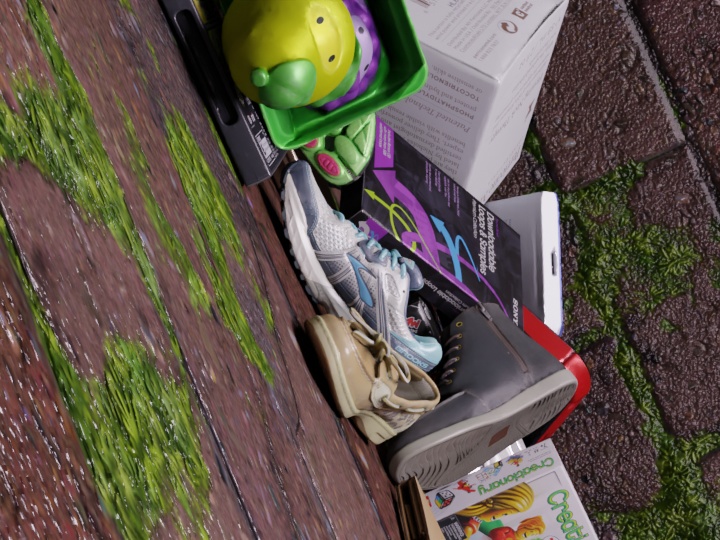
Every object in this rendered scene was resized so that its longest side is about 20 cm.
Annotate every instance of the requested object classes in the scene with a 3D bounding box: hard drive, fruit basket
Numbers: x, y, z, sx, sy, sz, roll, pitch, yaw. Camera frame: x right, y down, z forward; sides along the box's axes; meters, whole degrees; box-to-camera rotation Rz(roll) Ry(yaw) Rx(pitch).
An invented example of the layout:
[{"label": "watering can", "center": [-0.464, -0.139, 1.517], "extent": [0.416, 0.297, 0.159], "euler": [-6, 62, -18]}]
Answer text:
[{"label": "hard drive", "center": [0.112, 0.005, 2.044], "extent": [0.025, 0.199, 0.133], "euler": [5, 80, -39]}, {"label": "fruit basket", "center": [-0.040, -0.189, 1.580], "extent": [0.217, 0.155, 0.216], "euler": [62, -9, 17]}]

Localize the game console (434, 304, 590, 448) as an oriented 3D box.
[{"label": "game console", "center": [0.119, 0.088, 2.015], "extent": [0.177, 0.031, 0.200], "euler": [46, -35, 10]}]

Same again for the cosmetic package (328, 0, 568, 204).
[{"label": "cosmetic package", "center": [0.067, -0.172, 1.984], "extent": [0.168, 0.166, 0.201], "euler": [-50, 162, -45]}]

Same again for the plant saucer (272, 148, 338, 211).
[{"label": "plant saucer", "center": [-0.065, -0.111, 1.846], "extent": [0.200, 0.029, 0.201], "euler": [-23, 90, -86]}]

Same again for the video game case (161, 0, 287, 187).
[{"label": "video game case", "center": [-0.107, -0.160, 1.634], "extent": [0.200, 0.025, 0.182], "euler": [-78, 145, -81]}]

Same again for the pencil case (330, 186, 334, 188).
[{"label": "pencil case", "center": [-0.040, -0.175, 2.111], "extent": [0.092, 0.085, 0.200], "euler": [44, -13, 44]}]

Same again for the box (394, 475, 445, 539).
[{"label": "box", "center": [0.080, 0.275, 1.621], "extent": [0.164, 0.021, 0.201], "euler": [-104, 170, -67]}]

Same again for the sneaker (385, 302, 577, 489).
[{"label": "sneaker", "center": [0.073, 0.101, 1.746], "extent": [0.106, 0.199, 0.075], "euler": [46, -44, 24]}]

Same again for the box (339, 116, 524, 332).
[{"label": "box", "center": [0.064, -0.033, 1.870], "extent": [0.200, 0.036, 0.144], "euler": [38, 32, -27]}]

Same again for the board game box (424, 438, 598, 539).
[{"label": "board game box", "center": [0.133, 0.231, 1.805], "extent": [0.200, 0.126, 0.035], "euler": [61, 6, -46]}]

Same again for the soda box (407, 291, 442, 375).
[{"label": "soda box", "center": [0.035, 0.055, 1.901], "extent": [0.200, 0.070, 0.064], "euler": [-79, 145, -83]}]

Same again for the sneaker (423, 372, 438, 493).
[{"label": "sneaker", "center": [0.081, 0.117, 1.843], "extent": [0.073, 0.077, 0.201], "euler": [35, 36, -13]}]

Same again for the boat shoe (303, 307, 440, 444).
[{"label": "boat shoe", "center": [0.008, 0.070, 1.564], "extent": [0.200, 0.062, 0.074], "euler": [52, 15, -70]}]

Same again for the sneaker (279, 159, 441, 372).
[{"label": "sneaker", "center": [0.000, 0.000, 1.677], "extent": [0.078, 0.086, 0.201], "euler": [-95, 161, -79]}]

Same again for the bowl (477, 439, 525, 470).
[{"label": "bowl", "center": [0.104, 0.173, 1.970], "extent": [0.201, 0.094, 0.202], "euler": [-25, 90, -86]}]

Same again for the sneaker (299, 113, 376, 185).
[{"label": "sneaker", "center": [-0.024, -0.144, 1.849], "extent": [0.084, 0.076, 0.201], "euler": [56, 12, -46]}]
